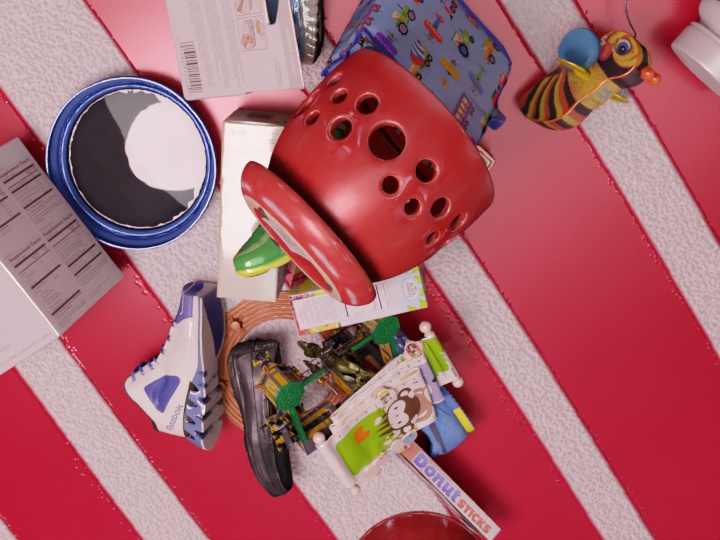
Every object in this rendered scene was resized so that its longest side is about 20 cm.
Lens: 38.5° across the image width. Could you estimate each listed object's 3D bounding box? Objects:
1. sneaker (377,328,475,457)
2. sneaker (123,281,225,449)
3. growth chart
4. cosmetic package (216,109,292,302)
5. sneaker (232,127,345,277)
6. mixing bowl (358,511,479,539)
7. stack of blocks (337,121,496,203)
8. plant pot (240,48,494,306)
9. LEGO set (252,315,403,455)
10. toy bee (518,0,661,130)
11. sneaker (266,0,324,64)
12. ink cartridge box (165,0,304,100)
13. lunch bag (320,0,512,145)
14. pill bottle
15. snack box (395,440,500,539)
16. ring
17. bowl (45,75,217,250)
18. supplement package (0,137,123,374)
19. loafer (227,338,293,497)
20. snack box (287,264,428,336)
[{"bbox_3d":[0.059,0.142,1.255,0.078,0.066,0.201,-35,105,0],"label":"sneaker"},{"bbox_3d":[-0.229,0.115,1.246,0.114,0.081,0.202,5,101,12],"label":"sneaker"},{"bbox_3d":[0.035,0.163,1.186,0.200,0.018,0.145,-44,134,-4],"label":"growth chart"},{"bbox_3d":[-0.119,-0.076,1.182,0.072,0.104,0.202,5,105,1],"label":"cosmetic package"},{"bbox_3d":[-0.075,-0.076,1.102,0.084,0.074,0.200,45,73,-20],"label":"sneaker"},{"bbox_3d":[0.077,0.426,1.322,0.198,0.108,0.202,0,107,1],"label":"mixing bowl"},{"bbox_3d":[0.043,-0.153,1.176,0.200,0.059,0.115,41,103,-10],"label":"stack of blocks"},{"bbox_3d":[0.001,-0.078,0.992,0.183,0.200,0.201,-45,101,-8],"label":"plant pot"},{"bbox_3d":[-0.046,0.106,1.183,0.200,0.116,0.154,-39,134,-13],"label":"LEGO set"},{"bbox_3d":[0.264,-0.220,1.114,0.130,0.109,0.201,-5,136,-35],"label":"toy bee"},{"bbox_3d":[-0.086,-0.326,1.121,0.089,0.078,0.202,2,106,4],"label":"sneaker"},{"bbox_3d":[-0.134,-0.291,1.106,0.175,0.045,0.202,3,110,34],"label":"ink cartridge box"},{"bbox_3d":[0.082,-0.221,1.108,0.199,0.151,0.094,36,145,-15],"label":"lunch bag"},{"bbox_3d":[0.436,-0.285,1.097,0.114,0.114,0.200,40,104,-10],"label":"pill bottle"},{"bbox_3d":[0.091,0.258,1.289,0.024,0.072,0.200,-46,101,-11],"label":"snack box"},{"bbox_3d":[-0.095,0.124,1.283,0.198,0.019,0.203,1,106,2],"label":"ring"},{"bbox_3d":[-0.264,-0.126,1.203,0.198,0.039,0.203,0,107,1],"label":"bowl"},{"bbox_3d":[-0.410,-0.009,1.166,0.151,0.151,0.201,-29,104,28],"label":"supplement package"},{"bbox_3d":[-0.108,0.180,1.255,0.070,0.068,0.203,-9,103,12],"label":"loafer"},{"bbox_3d":[0.000,0.000,1.148,0.141,0.200,0.053,-12,109,5],"label":"snack box"}]
